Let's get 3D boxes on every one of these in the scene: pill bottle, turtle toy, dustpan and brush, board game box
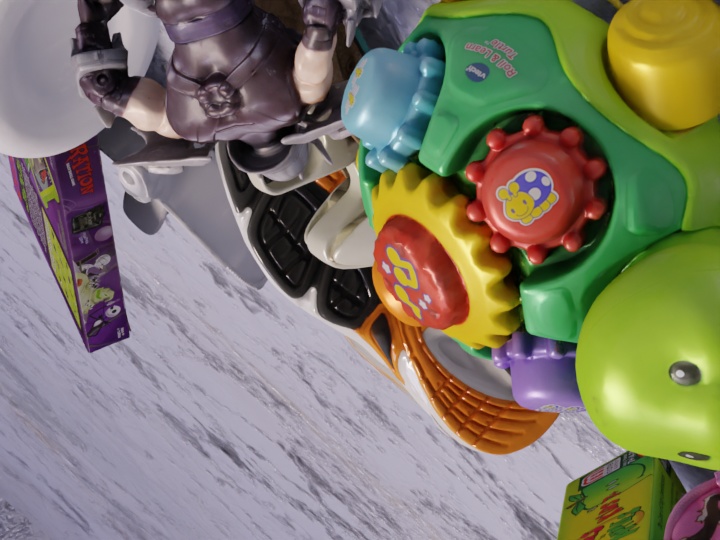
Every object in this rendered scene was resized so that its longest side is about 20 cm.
[{"bbox_3d":[-0.188,-0.137,1.312,0.200,0.112,0.112,32,163,38],"label":"pill bottle"},{"bbox_3d":[0.066,-0.013,0.898,0.200,0.101,0.146,34,148,39],"label":"turtle toy"},{"bbox_3d":[-0.100,-0.045,1.460,0.139,0.057,0.200,43,167,3],"label":"dustpan and brush"},{"bbox_3d":[0.122,0.147,1.196,0.102,0.047,0.200,59,-168,-7],"label":"board game box"},{"bbox_3d":[-0.153,-0.063,1.455,0.120,0.032,0.201,58,164,31],"label":"board game box"}]

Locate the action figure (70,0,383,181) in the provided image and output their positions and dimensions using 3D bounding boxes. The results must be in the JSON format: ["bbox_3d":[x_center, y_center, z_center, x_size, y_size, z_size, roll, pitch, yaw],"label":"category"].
[{"bbox_3d":[-0.060,-0.105,1.038,0.070,0.129,0.201,-88,-26,-50],"label":"action figure"}]

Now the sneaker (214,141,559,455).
[{"bbox_3d":[0.000,0.000,1.282,0.200,0.076,0.092,49,170,-20],"label":"sneaker"}]

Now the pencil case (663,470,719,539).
[{"bbox_3d":[0.193,0.157,1.160,0.083,0.087,0.200,23,157,51],"label":"pencil case"}]

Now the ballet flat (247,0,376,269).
[{"bbox_3d":[-0.007,-0.048,1.138,0.200,0.072,0.068,50,167,-30],"label":"ballet flat"}]
